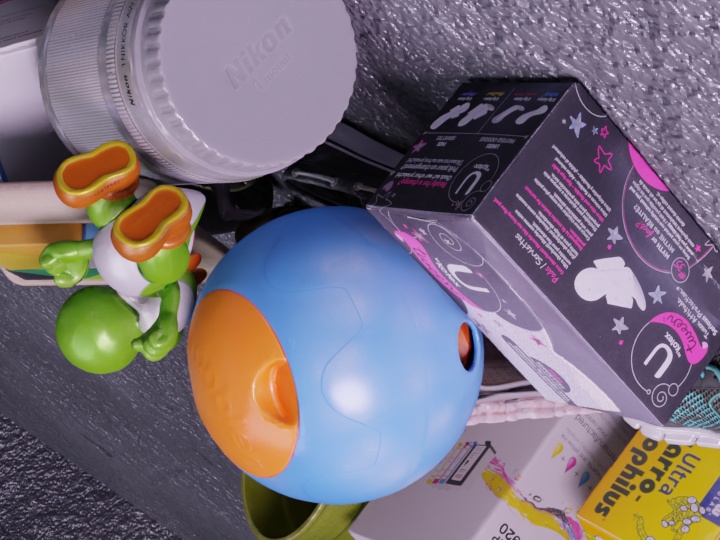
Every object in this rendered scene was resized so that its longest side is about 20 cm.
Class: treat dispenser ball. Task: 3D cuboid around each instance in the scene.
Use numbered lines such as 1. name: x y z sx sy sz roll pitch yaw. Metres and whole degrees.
1. treat dispenser ball: -0.016 0.057 1.414 0.201 0.201 0.201 35 163 12

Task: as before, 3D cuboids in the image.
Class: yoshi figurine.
1. yoshi figurine: -0.161 0.010 1.384 0.112 0.113 0.200 4 150 2

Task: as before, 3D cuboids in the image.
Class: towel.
1. towel: 0.078 0.075 1.595 0.200 0.032 0.191 -1 -168 -41

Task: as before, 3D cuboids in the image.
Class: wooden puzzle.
1. wooden puzzle: -0.203 -0.018 1.508 0.185 0.037 0.200 -1 165 11

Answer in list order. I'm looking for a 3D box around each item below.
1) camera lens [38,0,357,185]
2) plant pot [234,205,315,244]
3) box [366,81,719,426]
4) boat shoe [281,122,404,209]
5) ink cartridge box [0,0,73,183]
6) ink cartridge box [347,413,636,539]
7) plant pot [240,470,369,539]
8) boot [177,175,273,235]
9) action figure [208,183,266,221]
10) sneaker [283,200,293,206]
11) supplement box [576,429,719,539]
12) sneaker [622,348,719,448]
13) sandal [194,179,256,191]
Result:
1. camera lens: -0.113 -0.137 1.407 0.160 0.160 0.200 46 159 -23
2. plant pot: 0.000 0.000 1.610 0.200 0.028 0.200 23 -163 -7
3. box: 0.125 -0.011 1.325 0.200 0.115 0.132 47 161 -25
4. boat shoe: 0.027 -0.044 1.522 0.199 0.068 0.074 30 161 26
5. ink cartridge box: -0.243 -0.147 1.584 0.200 0.085 0.145 -105 -1 -59
6. ink cartridge box: 0.126 0.196 1.709 0.147 0.200 0.145 48 161 -29
7. plant pot: 0.027 0.159 1.827 0.193 0.201 0.200 16 174 -26
8. boot: -0.194 -0.060 1.781 0.154 0.203 0.074 15 110 62
9. action figure: -0.140 -0.121 1.584 0.200 0.105 0.194 -6 107 61
10. sneaker: -0.047 0.018 1.834 0.090 0.070 0.200 37 162 15
11. supplement box: 0.262 0.219 1.645 0.109 0.109 0.200 27 159 34
12. sneaker: 0.245 0.076 1.408 0.200 0.078 0.091 20 140 38
13. sandal: -0.152 -0.123 1.714 0.201 0.080 0.057 24 -168 33
